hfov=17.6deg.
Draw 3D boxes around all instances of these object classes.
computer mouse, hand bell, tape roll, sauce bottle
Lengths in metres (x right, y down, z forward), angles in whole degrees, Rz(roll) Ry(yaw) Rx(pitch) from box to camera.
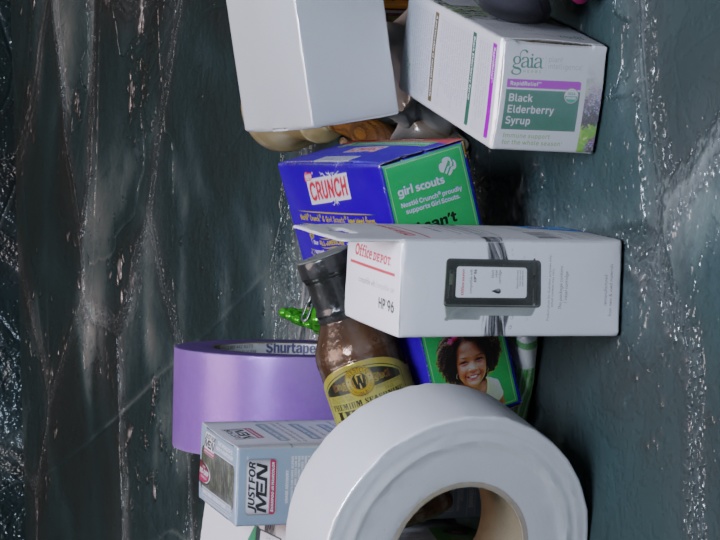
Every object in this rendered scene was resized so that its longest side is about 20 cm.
[{"bbox_3d":[0.087,-0.237,1.627,0.200,0.053,0.139,-103,-7,-50],"label":"computer mouse"},{"bbox_3d":[-0.013,-0.129,2.022,0.200,0.104,0.105,30,118,54],"label":"hand bell"},{"bbox_3d":[-0.057,0.105,1.922,0.200,0.199,0.085,-174,86,-71],"label":"tape roll"},{"bbox_3d":[0.005,0.083,1.636,0.201,0.065,0.065,69,162,-5],"label":"sauce bottle"},{"bbox_3d":[0.052,0.183,1.583,0.071,0.202,0.203,-145,57,-60],"label":"tape roll"}]

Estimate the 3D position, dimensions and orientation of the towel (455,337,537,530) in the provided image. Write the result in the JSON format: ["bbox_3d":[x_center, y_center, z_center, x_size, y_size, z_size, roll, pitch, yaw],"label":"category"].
[{"bbox_3d":[0.089,0.097,1.763,0.153,0.023,0.201,-119,35,-55],"label":"towel"}]

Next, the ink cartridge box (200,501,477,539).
[{"bbox_3d":[-0.008,0.221,1.743,0.200,0.146,0.085,13,98,49],"label":"ink cartridge box"}]

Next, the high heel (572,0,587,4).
[{"bbox_3d":[0.126,-0.271,1.612,0.200,0.067,0.096,-98,1,-52],"label":"high heel"}]

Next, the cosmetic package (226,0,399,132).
[{"bbox_3d":[-0.043,-0.205,1.718,0.113,0.081,0.201,7,108,60],"label":"cosmetic package"}]

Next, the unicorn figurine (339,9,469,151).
[{"bbox_3d":[0.027,-0.162,1.830,0.074,0.137,0.201,-32,73,58],"label":"unicorn figurine"}]

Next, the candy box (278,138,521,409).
[{"bbox_3d":[0.027,0.006,1.706,0.169,0.077,0.201,7,114,63],"label":"candy box"}]

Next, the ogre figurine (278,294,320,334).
[{"bbox_3d":[0.000,0.000,1.896,0.098,0.200,0.120,22,89,28],"label":"ogre figurine"}]

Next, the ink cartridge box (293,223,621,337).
[{"bbox_3d":[0.062,0.006,1.566,0.116,0.199,0.068,-163,74,-71],"label":"ink cartridge box"}]

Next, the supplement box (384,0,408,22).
[{"bbox_3d":[-0.020,-0.253,1.966,0.200,0.110,0.086,174,97,-71],"label":"supplement box"}]

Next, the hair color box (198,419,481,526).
[{"bbox_3d":[-0.011,0.147,1.718,0.099,0.199,0.061,-161,72,-70],"label":"hair color box"}]

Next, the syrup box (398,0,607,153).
[{"bbox_3d":[0.098,-0.144,1.656,0.200,0.078,0.082,-136,50,-65],"label":"syrup box"}]
